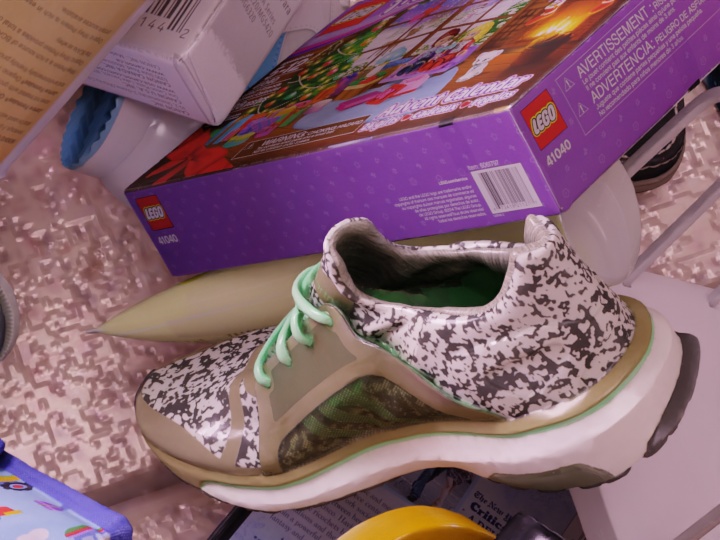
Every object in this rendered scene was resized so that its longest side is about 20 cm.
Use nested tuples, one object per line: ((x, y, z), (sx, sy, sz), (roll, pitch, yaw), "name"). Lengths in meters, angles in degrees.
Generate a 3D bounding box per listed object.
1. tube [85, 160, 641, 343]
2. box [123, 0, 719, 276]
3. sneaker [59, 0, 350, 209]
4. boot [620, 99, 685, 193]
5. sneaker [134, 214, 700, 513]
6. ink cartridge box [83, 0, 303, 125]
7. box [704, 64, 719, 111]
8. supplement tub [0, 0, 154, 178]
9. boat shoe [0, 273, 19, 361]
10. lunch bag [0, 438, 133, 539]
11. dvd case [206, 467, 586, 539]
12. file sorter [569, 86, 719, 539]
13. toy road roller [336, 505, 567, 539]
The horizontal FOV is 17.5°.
((0.000, 0.000, 0.800), (0.058, 0.199, 0.052), (47, 45, -30), "tube")
((0.028, -0.059, 0.773), (0.137, 0.199, 0.039), (-42, 111, -35), "box")
((-0.038, -0.101, 0.902), (0.081, 0.076, 0.201), (35, 67, -19), "sneaker")
((0.092, -0.143, 0.891), (0.073, 0.151, 0.201), (-9, 74, -13), "boot")
((0.003, 0.017, 0.722), (0.089, 0.199, 0.077), (59, 40, -29), "sneaker")
((-0.091, -0.157, 0.866), (0.199, 0.045, 0.177), (20, 67, 30), "ink cartridge box")
((0.196, -0.122, 0.964), (0.136, 0.038, 0.201), (-22, 78, -17), "box")
((-0.138, -0.113, 0.741), (0.145, 0.145, 0.200), (44, 100, 5), "supplement tub")
((-0.220, 0.021, 0.805), (0.198, 0.062, 0.073), (5, 111, 2), "boat shoe")
((-0.178, 0.103, 0.759), (0.150, 0.200, 0.095), (-16, 117, -27), "lunch bag")
((0.012, 0.126, 0.822), (0.142, 0.018, 0.200), (35, 51, 7), "dvd case")
((0.172, 0.033, 0.803), (0.199, 0.125, 0.139), (12, 46, -37), "file sorter")
((0.052, 0.154, 0.729), (0.200, 0.146, 0.123), (42, 83, -25), "toy road roller")
